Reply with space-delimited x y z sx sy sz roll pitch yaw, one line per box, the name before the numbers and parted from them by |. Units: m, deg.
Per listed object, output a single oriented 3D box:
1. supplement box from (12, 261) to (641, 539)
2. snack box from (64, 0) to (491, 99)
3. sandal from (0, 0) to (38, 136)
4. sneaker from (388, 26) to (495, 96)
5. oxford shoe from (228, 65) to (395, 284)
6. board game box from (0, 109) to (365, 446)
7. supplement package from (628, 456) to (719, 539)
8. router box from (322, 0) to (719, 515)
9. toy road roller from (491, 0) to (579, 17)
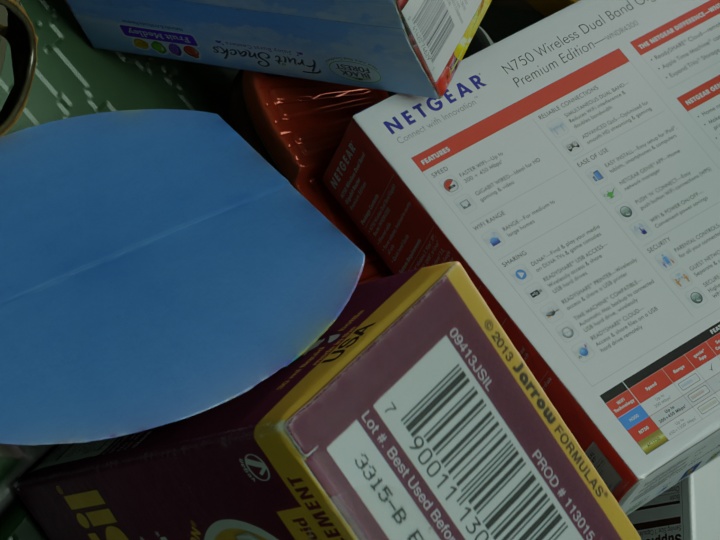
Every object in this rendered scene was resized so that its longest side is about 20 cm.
supplement box | -0.017 0.089 0.967 0.103 0.200 0.131 -43 104 -32
snack box | -0.008 -0.172 1.047 0.200 0.168 0.068 -63 147 -25
sandal | -0.146 -0.077 0.941 0.054 0.200 0.080 -1 100 3
sneaker | 0.047 0.000 1.111 0.090 0.078 0.200 21 79 -54
oxford shoe | 0.000 0.000 1.059 0.071 0.073 0.200 -12 75 -27
board game box | -0.093 0.011 0.964 0.158 0.200 0.039 -24 130 -20
supplement package | 0.168 0.155 1.113 0.191 0.147 0.200 7 75 -33
router box | 0.118 -0.021 1.029 0.200 0.049 0.180 -28 72 -29
toy road roller | 0.102 -0.203 1.144 0.123 0.146 0.200 6 77 -34
